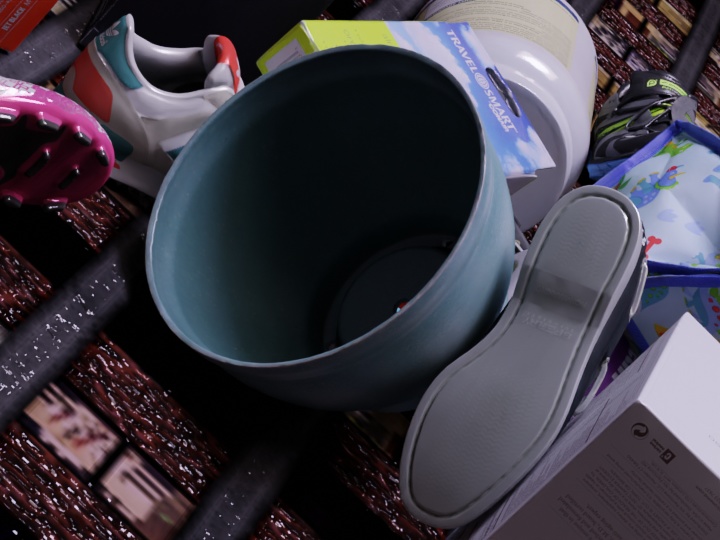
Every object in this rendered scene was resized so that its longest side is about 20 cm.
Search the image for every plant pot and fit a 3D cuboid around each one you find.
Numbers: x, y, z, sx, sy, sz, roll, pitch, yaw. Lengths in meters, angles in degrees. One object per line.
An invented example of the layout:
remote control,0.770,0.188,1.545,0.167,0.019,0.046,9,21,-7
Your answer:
plant pot,0.002,-0.003,1.325,0.134,0.200,0.200,50,12,-48

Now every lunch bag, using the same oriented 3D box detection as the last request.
lunch bag,0.226,0.028,1.432,0.170,0.127,0.200,55,-8,-28

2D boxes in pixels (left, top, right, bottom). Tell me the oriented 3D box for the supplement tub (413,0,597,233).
supplement tub,0.090,-0.113,1.693,0.145,0.145,0.200,41,23,-10

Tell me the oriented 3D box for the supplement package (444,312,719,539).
supplement package,0.139,0.157,1.240,0.152,0.200,0.151,45,23,0

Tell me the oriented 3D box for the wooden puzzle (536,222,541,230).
wooden puzzle,0.189,0.044,1.677,0.200,0.037,0.185,48,-2,2

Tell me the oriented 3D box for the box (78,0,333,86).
box,-0.069,-0.209,1.542,0.104,0.182,0.200,40,24,-13

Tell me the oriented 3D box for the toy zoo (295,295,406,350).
toy zoo,0.000,0.000,1.508,0.131,0.020,0.200,34,25,-25

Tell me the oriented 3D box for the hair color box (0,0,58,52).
hair color box,-0.267,-0.205,1.353,0.200,0.064,0.111,17,36,-46

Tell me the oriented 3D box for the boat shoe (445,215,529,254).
boat shoe,0.126,0.027,1.541,0.200,0.068,0.072,44,-16,44

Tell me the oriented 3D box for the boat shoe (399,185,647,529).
boat shoe,0.091,0.053,1.262,0.076,0.200,0.060,32,-9,25

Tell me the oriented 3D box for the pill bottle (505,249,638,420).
pill bottle,0.125,0.093,1.420,0.200,0.112,0.112,53,21,-9

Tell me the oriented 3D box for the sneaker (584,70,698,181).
sneaker,0.192,-0.095,1.642,0.071,0.083,0.200,14,9,-5

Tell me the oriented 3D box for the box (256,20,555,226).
box,0.031,-0.095,1.498,0.200,0.048,0.122,-10,66,-58

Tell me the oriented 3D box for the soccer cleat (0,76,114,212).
soccer cleat,-0.210,-0.092,1.245,0.200,0.070,0.086,18,35,-47

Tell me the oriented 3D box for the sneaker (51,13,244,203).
sneaker,-0.079,-0.080,1.398,0.200,0.093,0.070,25,28,-25
